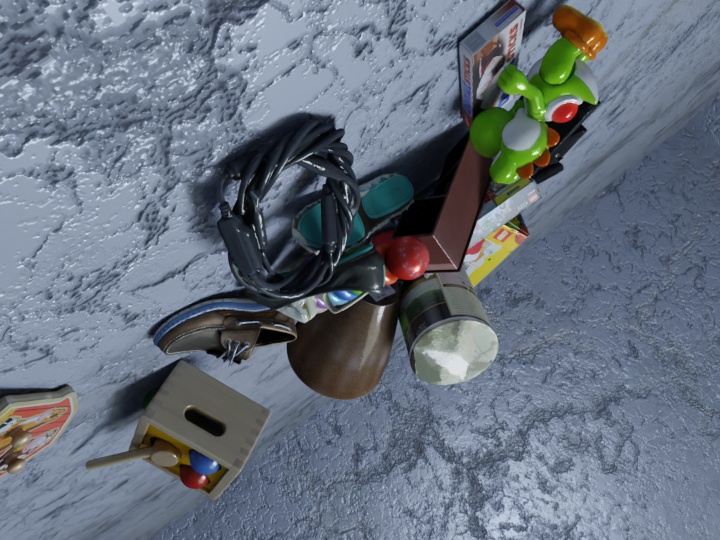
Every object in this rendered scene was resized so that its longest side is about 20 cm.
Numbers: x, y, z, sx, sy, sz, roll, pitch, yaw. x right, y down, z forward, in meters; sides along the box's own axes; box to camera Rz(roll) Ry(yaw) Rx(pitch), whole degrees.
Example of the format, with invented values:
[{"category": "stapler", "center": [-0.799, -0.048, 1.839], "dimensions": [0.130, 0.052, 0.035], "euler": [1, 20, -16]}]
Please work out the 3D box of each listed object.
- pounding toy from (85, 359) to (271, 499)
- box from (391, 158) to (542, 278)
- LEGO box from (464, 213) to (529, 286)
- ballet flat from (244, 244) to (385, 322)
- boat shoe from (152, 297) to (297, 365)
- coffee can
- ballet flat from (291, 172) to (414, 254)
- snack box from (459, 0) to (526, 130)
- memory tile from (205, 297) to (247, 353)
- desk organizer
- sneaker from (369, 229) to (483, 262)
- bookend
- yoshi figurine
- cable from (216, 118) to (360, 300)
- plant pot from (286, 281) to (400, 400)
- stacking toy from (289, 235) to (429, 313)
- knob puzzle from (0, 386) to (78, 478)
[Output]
[{"category": "pounding toy", "center": [-0.274, 0.253, 0.841], "dimensions": [0.184, 0.199, 0.143], "euler": [-53, -172, 46]}, {"category": "box", "center": [0.149, -0.095, 0.838], "dimensions": [0.200, 0.137, 0.038], "euler": [-35, 129, 9]}, {"category": "LEGO box", "center": [0.188, -0.052, 1.056], "dimensions": [0.148, 0.077, 0.200], "euler": [22, 130, -25]}, {"category": "ballet flat", "center": [-0.058, 0.026, 0.698], "dimensions": [0.199, 0.069, 0.068], "euler": [-15, -169, 28]}, {"category": "boat shoe", "center": [-0.163, 0.080, 0.726], "dimensions": [0.199, 0.073, 0.072], "euler": [-13, 151, -41]}, {"category": "coffee can", "center": [0.136, 0.072, 0.965], "dimensions": [0.145, 0.200, 0.147], "euler": [-5, 127, -6]}, {"category": "ballet flat", "center": [-0.012, -0.065, 0.701], "dimensions": [0.199, 0.072, 0.072], "euler": [-27, 162, -38]}, {"category": "snack box", "center": [0.152, -0.231, 0.662], "dimensions": [0.072, 0.024, 0.200], "euler": [-41, 166, 3]}, {"category": "memory tile", "center": [-0.143, 0.064, 0.880], "dimensions": [0.153, 0.017, 0.200], "euler": [-44, 164, 23]}, {"category": "desk organizer", "center": [0.119, -0.099, 0.774], "dimensions": [0.071, 0.077, 0.201], "euler": [-2, -127, 40]}, {"category": "sneaker", "center": [0.118, -0.069, 0.927], "dimensions": [0.199, 0.072, 0.113], "euler": [-1, 139, -15]}, {"category": "bookend", "center": [0.320, -0.236, 0.929], "dimensions": [0.200, 0.092, 0.199], "euler": [-28, 162, -40]}, {"category": "yoshi figurine", "center": [0.196, -0.206, 0.670], "dimensions": [0.201, 0.112, 0.112], "euler": [-62, -161, 22]}, {"category": "cable", "center": [-0.064, -0.054, 0.564], "dimensions": [0.163, 0.051, 0.201], "euler": [-45, 147, -24]}, {"category": "plant pot", "center": [-0.011, 0.088, 0.961], "dimensions": [0.186, 0.187, 0.200], "euler": [-25, 153, -42]}, {"category": "stacking toy", "center": [0.000, 0.000, 0.737], "dimensions": [0.199, 0.086, 0.085], "euler": [-15, -177, 38]}, {"category": "knob puzzle", "center": [-0.395, 0.207, 0.628], "dimensions": [0.220, 0.030, 0.220], "euler": [-42, 172, -8]}]
